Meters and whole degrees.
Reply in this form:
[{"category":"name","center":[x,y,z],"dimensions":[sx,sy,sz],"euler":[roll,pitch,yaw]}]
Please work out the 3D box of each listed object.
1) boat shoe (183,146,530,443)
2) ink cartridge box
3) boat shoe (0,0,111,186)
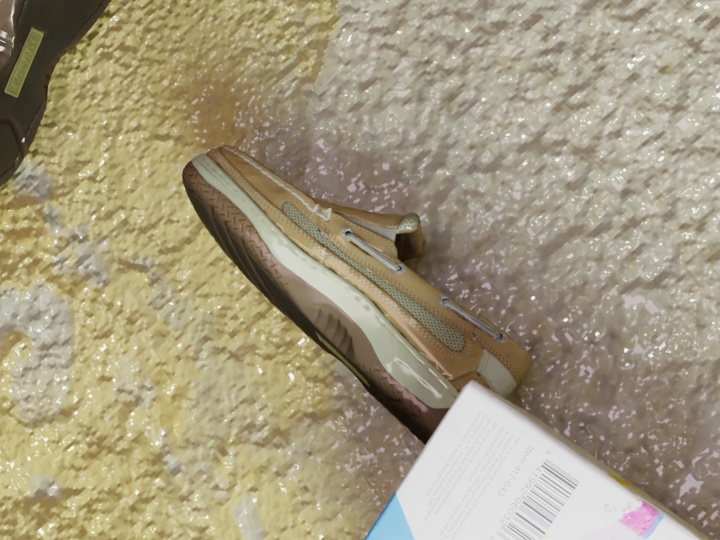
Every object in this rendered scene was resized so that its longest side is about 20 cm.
[{"category":"boat shoe","center":[0.000,0.000,1.018],"dimensions":[0.076,0.072,0.200],"euler":[-44,74,-10]},{"category":"ink cartridge box","center":[0.107,0.163,0.908],"dimensions":[0.199,0.125,0.129],"euler":[35,91,23]},{"category":"boat shoe","center":[-0.191,-0.145,1.126],"dimensions":[0.076,0.072,0.201],"euler":[26,86,39]}]
